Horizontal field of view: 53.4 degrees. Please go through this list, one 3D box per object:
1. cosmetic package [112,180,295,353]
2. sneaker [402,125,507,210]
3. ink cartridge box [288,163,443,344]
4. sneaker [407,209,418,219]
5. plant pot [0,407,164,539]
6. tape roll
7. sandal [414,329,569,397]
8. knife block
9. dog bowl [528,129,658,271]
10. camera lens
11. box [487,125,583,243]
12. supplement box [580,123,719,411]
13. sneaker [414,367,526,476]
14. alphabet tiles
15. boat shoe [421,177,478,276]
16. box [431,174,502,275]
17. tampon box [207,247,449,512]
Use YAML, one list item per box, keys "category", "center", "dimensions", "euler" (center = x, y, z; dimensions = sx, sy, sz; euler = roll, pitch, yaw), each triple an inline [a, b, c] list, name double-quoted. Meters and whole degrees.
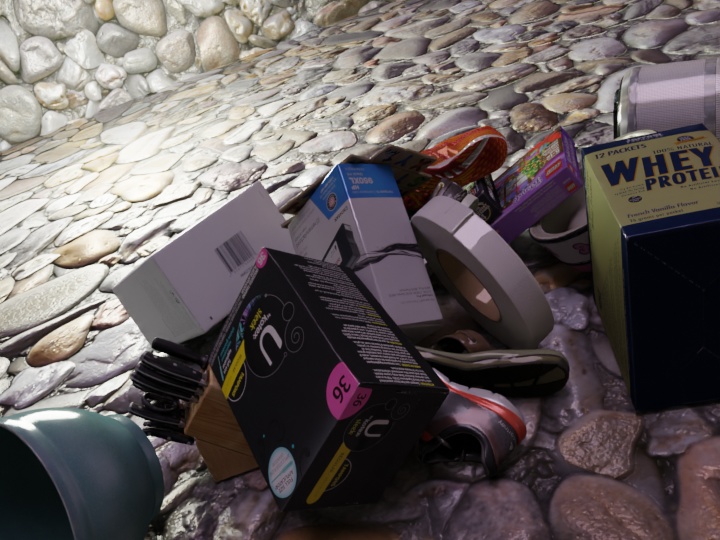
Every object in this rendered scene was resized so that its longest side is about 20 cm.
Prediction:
- category: "cosmetic package"
  center: [-0.220, -0.001, 1.021]
  dimensions: [0.199, 0.124, 0.198]
  euler: [-41, 9, -35]
- category: "sneaker"
  center: [0.107, -0.139, 0.988]
  dimensions: [0.195, 0.075, 0.078]
  euler: [-18, 25, 3]
- category: "ink cartridge box"
  center: [0.000, 0.000, 0.843]
  dimensions: [0.082, 0.205, 0.144]
  euler: [-4, -25, -35]
- category: "sneaker"
  center: [0.056, -0.060, 1.029]
  dimensions: [0.072, 0.088, 0.205]
  euler: [10, 65, 9]
- category: "plant pot"
  center: [-0.280, 0.222, 0.708]
  dimensions: [0.196, 0.207, 0.133]
  euler: [5, 14, 34]
- category: "tape roll"
  center: [0.134, 0.005, 0.806]
  dimensions: [0.037, 0.204, 0.202]
  euler: [-40, 34, -7]
- category: "sandal"
  center: [0.126, 0.099, 0.780]
  dimensions: [0.195, 0.081, 0.058]
  euler: [0, 50, 12]
- category: "knife block"
  center: [-0.143, 0.131, 0.774]
  dimensions: [0.195, 0.179, 0.064]
  euler: [-18, 30, -1]
- category: "dog bowl"
  center: [0.315, -0.083, 0.916]
  dimensions: [0.199, 0.074, 0.201]
  euler: [-41, 14, 12]
- category: "camera lens"
  center: [0.472, -0.217, 1.031]
  dimensions: [0.195, 0.163, 0.161]
  euler: [1, 34, 29]
- category: "box"
  center: [0.217, -0.101, 1.005]
  dimensions: [0.199, 0.039, 0.138]
  euler: [-41, 18, 29]
- category: "supplement box"
  center: [0.316, -0.008, 0.730]
  dimensions: [0.130, 0.205, 0.202]
  euler: [-9, 30, 10]
- category: "sneaker"
  center: [0.067, 0.152, 0.734]
  dimensions: [0.196, 0.078, 0.082]
  euler: [9, 45, 39]
- category: "alphabet tiles"
  center: [-0.004, -0.097, 0.905]
  dimensions: [0.198, 0.006, 0.164]
  euler: [-32, -21, 34]
- category: "boat shoe"
  center: [0.073, -0.026, 0.931]
  dimensions: [0.060, 0.072, 0.203]
  euler: [36, 88, 17]
- category: "box"
  center: [0.127, -0.092, 1.060]
  dimensions: [0.161, 0.049, 0.202]
  euler: [-44, 21, 24]
- category: "tampon box"
  center: [-0.040, 0.104, 0.704]
  dimensions: [0.124, 0.152, 0.201]
  euler: [12, 27, -42]
